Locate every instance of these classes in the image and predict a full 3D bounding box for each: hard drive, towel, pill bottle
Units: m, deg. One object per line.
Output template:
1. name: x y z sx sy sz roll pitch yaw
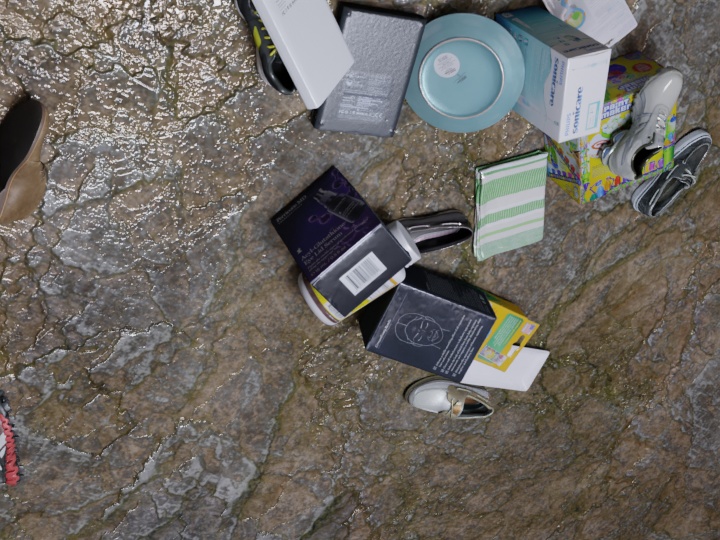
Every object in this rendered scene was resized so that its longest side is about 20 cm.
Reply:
1. hard drive: -0.083 -0.349 1.449 0.132 0.026 0.200 -58 133 -40
2. towel: 0.278 -0.119 1.883 0.152 0.023 0.200 -18 129 -17
3. pill bottle: 0.000 0.000 1.744 0.200 0.109 0.109 -33 133 11
4. hard drive: 0.012 -0.310 1.590 0.139 0.033 0.200 3 121 -23

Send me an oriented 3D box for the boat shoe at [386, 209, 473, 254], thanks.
1. boat shoe: 0.107 -0.059 1.813 0.200 0.057 0.067 -17 129 -17

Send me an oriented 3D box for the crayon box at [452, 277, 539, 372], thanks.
1. crayon box: 0.232 0.108 1.986 0.200 0.052 0.126 24 109 -27

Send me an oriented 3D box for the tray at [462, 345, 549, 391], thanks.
1. tray: 0.294 0.194 2.119 0.200 0.022 0.107 11 117 -34

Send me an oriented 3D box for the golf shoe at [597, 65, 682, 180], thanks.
1. golf shoe: 0.489 -0.239 1.700 0.078 0.097 0.200 16 112 -32

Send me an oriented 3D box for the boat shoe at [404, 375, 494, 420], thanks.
1. boat shoe: 0.187 0.263 2.080 0.200 0.068 0.075 3 121 -30

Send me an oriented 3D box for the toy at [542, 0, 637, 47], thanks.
1. toy: 0.362 -0.445 1.677 0.115 0.047 0.200 -39 129 6

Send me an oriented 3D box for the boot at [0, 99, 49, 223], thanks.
1. boot: -0.475 -0.153 1.441 0.075 0.074 0.200 1 129 -51

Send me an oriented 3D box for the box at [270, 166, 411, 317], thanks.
1. box: -0.034 -0.049 1.649 0.148 0.200 0.104 -41 132 3

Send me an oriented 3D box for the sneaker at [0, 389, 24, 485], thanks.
1. sneaker: -0.610 0.280 1.667 0.098 0.071 0.201 -11 128 -24

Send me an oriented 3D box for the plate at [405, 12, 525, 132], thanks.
1. plate: 0.160 -0.308 1.619 0.200 0.026 0.200 4 122 6

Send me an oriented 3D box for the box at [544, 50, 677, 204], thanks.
1. box: 0.441 -0.254 1.807 0.200 0.122 0.193 -21 130 -13

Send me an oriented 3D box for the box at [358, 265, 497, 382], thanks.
1. box: 0.120 0.091 1.856 0.200 0.107 0.149 21 111 -17

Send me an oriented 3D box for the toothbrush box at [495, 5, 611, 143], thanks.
1. toothbrush box: 0.299 -0.317 1.631 0.085 0.200 0.147 -16 128 -21

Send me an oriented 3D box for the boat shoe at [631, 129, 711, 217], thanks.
1. boat shoe: 0.620 -0.182 1.987 0.072 0.071 0.200 29 105 -39

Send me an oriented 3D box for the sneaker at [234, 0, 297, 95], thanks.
1. sneaker: -0.122 -0.343 1.467 0.074 0.085 0.200 -26 131 -10
